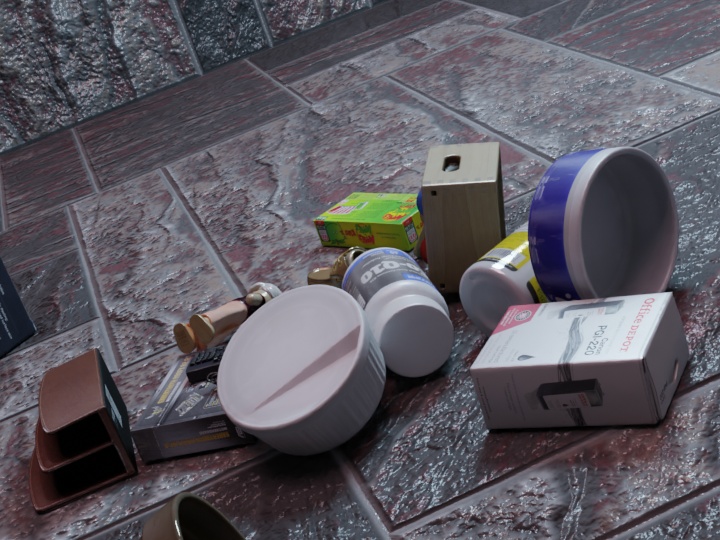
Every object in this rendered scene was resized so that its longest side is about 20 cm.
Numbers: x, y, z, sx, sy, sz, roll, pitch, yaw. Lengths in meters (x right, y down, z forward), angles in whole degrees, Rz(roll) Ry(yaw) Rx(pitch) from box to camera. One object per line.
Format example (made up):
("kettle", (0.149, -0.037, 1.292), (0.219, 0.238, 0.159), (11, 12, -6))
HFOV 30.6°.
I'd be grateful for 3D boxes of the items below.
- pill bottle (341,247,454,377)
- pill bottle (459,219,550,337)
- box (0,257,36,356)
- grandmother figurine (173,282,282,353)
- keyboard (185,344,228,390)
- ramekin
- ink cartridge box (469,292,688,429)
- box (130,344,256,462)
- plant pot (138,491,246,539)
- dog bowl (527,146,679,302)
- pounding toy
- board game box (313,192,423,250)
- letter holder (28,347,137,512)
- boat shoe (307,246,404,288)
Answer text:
("pill bottle", (0.048, 0.052, 1.658), (0.113, 0.114, 0.200), (-21, 22, -5))
("pill bottle", (0.223, -0.003, 1.644), (0.111, 0.112, 0.200), (5, 32, 47))
("box", (-0.664, 0.064, 2.130), (0.117, 0.198, 0.200), (-2, 27, 39))
("grandmother figurine", (-0.179, 0.064, 1.861), (0.121, 0.061, 0.200), (-17, 5, 37))
("keyboard", (-0.129, 0.106, 1.680), (0.199, 0.021, 0.127), (-17, 21, 8))
("ramekin", (-0.061, 0.124, 1.537), (0.201, 0.094, 0.203), (-20, 43, 20))
("ink cartridge box", (0.238, 0.099, 1.427), (0.199, 0.085, 0.146), (-5, 26, 30))
("box", (-0.187, 0.161, 1.690), (0.157, 0.049, 0.200), (-13, 22, 17))
("plant pot", (-0.167, 0.322, 1.134), (0.173, 0.200, 0.200), (-35, 21, 4))
("dog bowl", (0.290, -0.044, 1.562), (0.079, 0.201, 0.200), (2, 30, 48))
("pounding toy", (0.128, -0.069, 1.823), (0.141, 0.185, 0.200), (-3, 24, 9))
("board game box", (0.031, -0.079, 2.075), (0.199, 0.048, 0.101), (4, 32, 47))
("letter holder", (-0.376, 0.204, 1.685), (0.141, 0.101, 0.200), (-24, 22, -5))
("boat shoe", (0.000, 0.000, 1.888), (0.199, 0.067, 0.074), (-2, 27, 37))
